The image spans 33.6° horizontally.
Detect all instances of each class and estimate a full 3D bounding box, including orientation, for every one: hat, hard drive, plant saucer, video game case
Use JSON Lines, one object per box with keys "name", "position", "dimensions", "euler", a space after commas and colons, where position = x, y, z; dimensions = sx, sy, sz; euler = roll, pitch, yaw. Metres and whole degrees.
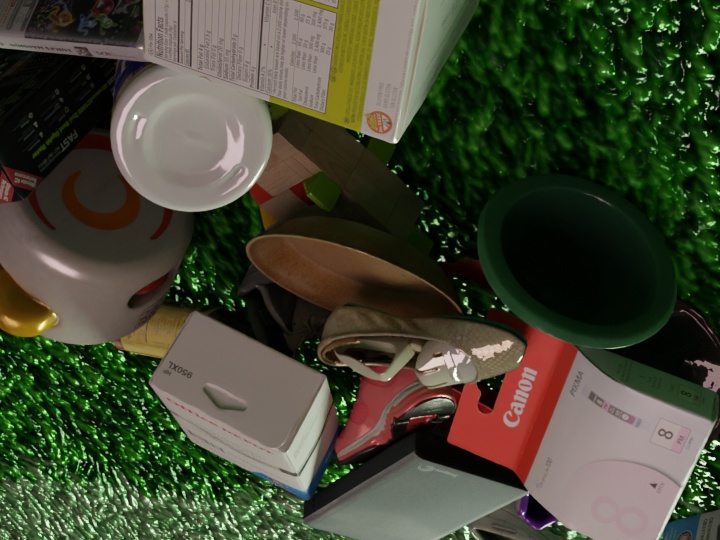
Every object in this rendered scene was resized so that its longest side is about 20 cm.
{"name": "hat", "position": [0.154, 0.030, 1.014], "dimensions": [0.165, 0.201, 0.176], "euler": [5, 141, -11]}
{"name": "hard drive", "position": [0.053, 0.220, 1.172], "dimensions": [0.139, 0.033, 0.200], "euler": [21, 141, -26]}
{"name": "plant saucer", "position": [0.000, 0.000, 1.031], "dimensions": [0.200, 0.036, 0.200], "euler": [18, 163, 6]}
{"name": "video game case", "position": [-0.207, -0.252, 0.910], "dimensions": [0.181, 0.201, 0.023], "euler": [8, 157, 20]}
{"name": "hat", "position": [0.225, 0.111, 1.052], "dimensions": [0.200, 0.081, 0.201], "euler": [6, 111, 16]}

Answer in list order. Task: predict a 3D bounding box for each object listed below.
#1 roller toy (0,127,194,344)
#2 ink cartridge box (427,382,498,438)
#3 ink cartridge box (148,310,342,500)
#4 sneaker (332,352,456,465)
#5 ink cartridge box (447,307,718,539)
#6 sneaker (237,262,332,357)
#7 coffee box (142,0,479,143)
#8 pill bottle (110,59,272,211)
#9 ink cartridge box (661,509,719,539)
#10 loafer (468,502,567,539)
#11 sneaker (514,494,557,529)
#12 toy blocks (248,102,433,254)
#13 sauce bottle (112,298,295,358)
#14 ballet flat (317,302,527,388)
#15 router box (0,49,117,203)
{"name": "roller toy", "position": [-0.259, -0.028, 1.129], "dimensions": [0.182, 0.201, 0.140], "euler": [6, 142, -24]}
{"name": "ink cartridge box", "position": [0.092, 0.170, 1.214], "dimensions": [0.116, 0.067, 0.200], "euler": [29, 135, 0]}
{"name": "ink cartridge box", "position": [-0.102, 0.133, 1.138], "dimensions": [0.144, 0.084, 0.200], "euler": [25, 161, 13]}
{"name": "sneaker", "position": [0.028, 0.124, 1.138], "dimensions": [0.073, 0.087, 0.200], "euler": [-2, 154, -28]}
{"name": "ink cartridge box", "position": [0.179, 0.140, 1.011], "dimensions": [0.199, 0.057, 0.163], "euler": [19, 124, 7]}
{"name": "sneaker", "position": [-0.036, 0.062, 1.148], "dimensions": [0.200, 0.116, 0.075], "euler": [34, 135, -5]}
{"name": "coffee box", "position": [-0.020, -0.247, 0.814], "dimensions": [0.197, 0.200, 0.200], "euler": [19, 135, 10]}
{"name": "pill bottle", "position": [-0.136, -0.142, 0.949], "dimensions": [0.119, 0.200, 0.120], "euler": [-4, 120, -7]}
{"name": "ink cartridge box", "position": [0.402, 0.318, 1.137], "dimensions": [0.200, 0.147, 0.146], "euler": [-28, 112, 39]}
{"name": "loafer", "position": [0.189, 0.313, 1.290], "dimensions": [0.200, 0.070, 0.070], "euler": [40, 134, -11]}
{"name": "sneaker", "position": [0.225, 0.200, 1.162], "dimensions": [0.200, 0.089, 0.081], "euler": [-31, 109, 38]}
{"name": "toy blocks", "position": [-0.045, -0.071, 1.064], "dimensions": [0.200, 0.100, 0.137], "euler": [40, 146, -21]}
{"name": "sauce bottle", "position": [-0.165, 0.068, 1.255], "dimensions": [0.199, 0.066, 0.066], "euler": [9, 131, 17]}
{"name": "ballet flat", "position": [0.049, 0.073, 1.019], "dimensions": [0.199, 0.062, 0.068], "euler": [6, 141, 37]}
{"name": "router box", "position": [-0.313, -0.132, 1.053], "dimensions": [0.149, 0.200, 0.062], "euler": [-3, 126, 29]}
